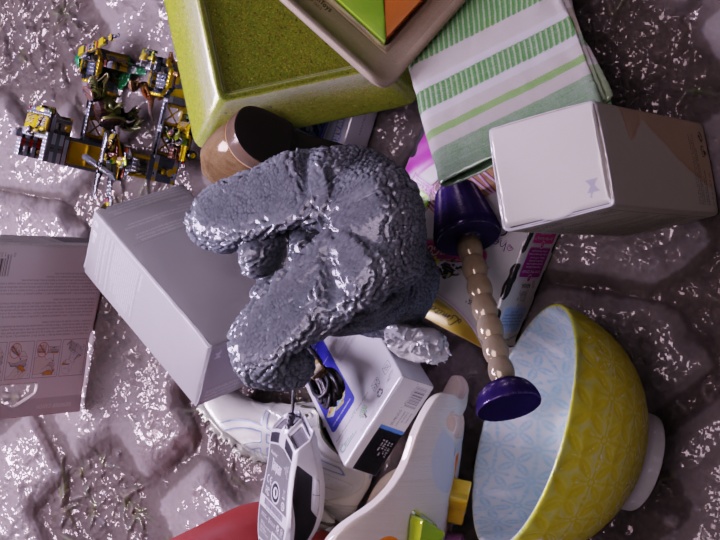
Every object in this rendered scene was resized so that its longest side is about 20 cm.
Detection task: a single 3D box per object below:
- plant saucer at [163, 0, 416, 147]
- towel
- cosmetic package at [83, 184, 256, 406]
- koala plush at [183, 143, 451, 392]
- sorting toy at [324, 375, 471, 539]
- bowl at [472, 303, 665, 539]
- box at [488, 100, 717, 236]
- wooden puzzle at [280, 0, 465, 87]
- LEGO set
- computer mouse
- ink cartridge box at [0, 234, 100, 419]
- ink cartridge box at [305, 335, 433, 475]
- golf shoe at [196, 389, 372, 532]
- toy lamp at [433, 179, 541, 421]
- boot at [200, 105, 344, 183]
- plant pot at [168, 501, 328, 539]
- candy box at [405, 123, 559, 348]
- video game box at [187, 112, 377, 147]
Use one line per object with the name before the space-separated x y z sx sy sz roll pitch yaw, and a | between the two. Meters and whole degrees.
plant saucer | -0.066 -0.223 1.320 0.199 0.048 0.201 -12 89 -2
towel | 0.113 -0.176 1.268 0.152 0.023 0.201 -24 54 15
cosmetic package | -0.159 0.019 1.433 0.200 0.107 0.090 50 139 28
koala plush | 0.000 0.000 1.217 0.183 0.200 0.178 -28 64 19
sorting toy | 0.049 0.178 1.283 0.106 0.200 0.181 17 98 11
bowl | 0.175 0.137 1.220 0.107 0.200 0.201 17 102 -11
box | 0.188 -0.073 1.172 0.095 0.200 0.078 -13 83 32
wooden puzzle | 0.016 -0.282 1.282 0.185 0.037 0.200 42 84 -1
LEGO set | -0.252 -0.153 1.477 0.200 0.116 0.154 28 103 47
computer mouse | -0.051 0.159 1.333 0.110 0.044 0.201 33 118 61
ink cartridge box | -0.342 0.055 1.513 0.045 0.200 0.177 17 99 32
ink cartridge box | -0.006 0.081 1.361 0.100 0.039 0.200 -58 32 19
golf shoe | -0.067 0.146 1.420 0.200 0.078 0.097 40 99 18
toy lamp | 0.096 0.019 1.222 0.058 0.058 0.201 -28 58 30
boot | -0.050 -0.073 1.350 0.075 0.200 0.074 -29 42 43
plant pot | -0.129 0.316 1.388 0.200 0.177 0.201 0 90 33
candy box | 0.100 -0.051 1.311 0.136 0.061 0.201 27 104 30
video game box | -0.060 -0.189 1.425 0.182 0.047 0.201 25 103 32
